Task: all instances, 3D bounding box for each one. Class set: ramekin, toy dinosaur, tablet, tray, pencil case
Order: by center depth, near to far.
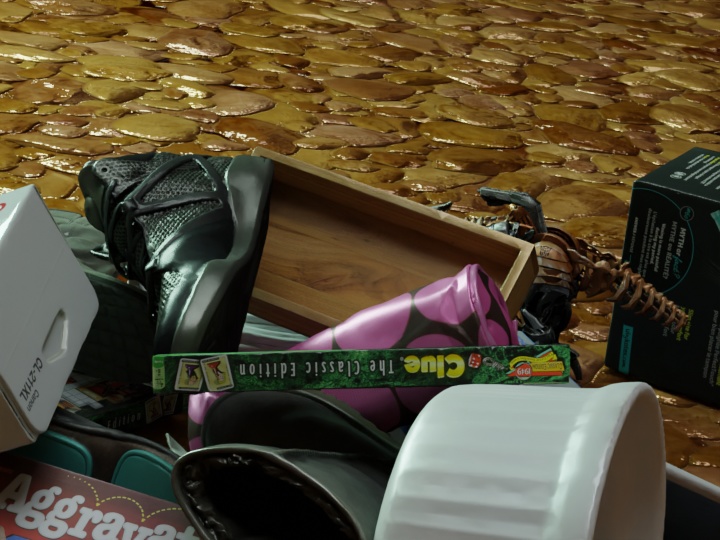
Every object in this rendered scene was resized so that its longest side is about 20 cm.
[{"bbox_3d":[0.072,0.146,0.796,0.097,0.202,0.200,5,19,19],"label":"ramekin"},{"bbox_3d":[0.157,0.124,0.938,0.199,0.014,0.130,25,-20,-14],"label":"tablet"},{"bbox_3d":[-0.001,0.067,1.002,0.199,0.091,0.094,-22,-29,20],"label":"pencil case"},{"bbox_3d":[0.000,0.000,1.095,0.199,0.037,0.099,20,67,23],"label":"tray"},{"bbox_3d":[0.120,0.016,1.222,0.199,0.137,0.102,22,25,35],"label":"toy dinosaur"}]

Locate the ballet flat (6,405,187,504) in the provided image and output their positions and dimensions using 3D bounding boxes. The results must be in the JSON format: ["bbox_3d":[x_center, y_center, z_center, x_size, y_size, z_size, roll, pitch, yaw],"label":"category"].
[{"bbox_3d":[-0.131,0.112,0.967,0.199,0.068,0.068,26,17,16],"label":"ballet flat"}]

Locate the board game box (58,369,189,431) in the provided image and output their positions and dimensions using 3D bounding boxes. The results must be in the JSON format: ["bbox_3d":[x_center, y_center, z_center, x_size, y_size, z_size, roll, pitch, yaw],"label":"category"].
[{"bbox_3d":[-0.212,0.083,1.082,0.104,0.024,0.199,21,25,37],"label":"board game box"}]

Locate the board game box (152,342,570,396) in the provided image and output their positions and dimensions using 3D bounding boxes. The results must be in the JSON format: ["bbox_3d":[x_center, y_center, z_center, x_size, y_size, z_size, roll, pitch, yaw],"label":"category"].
[{"bbox_3d":[0.000,0.049,0.880,0.198,0.024,0.105,-2,0,1],"label":"board game box"}]

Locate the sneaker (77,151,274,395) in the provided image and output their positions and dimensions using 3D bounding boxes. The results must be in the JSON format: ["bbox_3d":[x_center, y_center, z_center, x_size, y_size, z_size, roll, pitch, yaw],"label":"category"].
[{"bbox_3d":[-0.117,-0.004,1.021,0.113,0.077,0.200,7,39,1],"label":"sneaker"}]

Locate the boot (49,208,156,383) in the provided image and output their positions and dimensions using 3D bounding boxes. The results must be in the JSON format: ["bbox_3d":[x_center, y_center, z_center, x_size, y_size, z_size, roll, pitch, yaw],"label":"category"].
[{"bbox_3d":[-0.169,0.002,1.136,0.199,0.068,0.131,14,30,27],"label":"boot"}]

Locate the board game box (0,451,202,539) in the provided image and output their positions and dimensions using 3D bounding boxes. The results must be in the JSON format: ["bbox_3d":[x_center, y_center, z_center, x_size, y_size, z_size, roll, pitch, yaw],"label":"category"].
[{"bbox_3d":[-0.126,0.157,0.884,0.199,0.020,0.103,14,47,17],"label":"board game box"}]

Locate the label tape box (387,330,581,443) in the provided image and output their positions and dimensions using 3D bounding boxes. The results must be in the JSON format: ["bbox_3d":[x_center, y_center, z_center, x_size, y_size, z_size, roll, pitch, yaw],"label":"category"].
[{"bbox_3d":[0.098,0.095,1.110,0.198,0.064,0.144,-3,24,-23],"label":"label tape box"}]

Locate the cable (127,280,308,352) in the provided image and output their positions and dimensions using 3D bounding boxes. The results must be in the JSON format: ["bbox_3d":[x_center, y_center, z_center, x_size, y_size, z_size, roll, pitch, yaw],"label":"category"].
[{"bbox_3d":[-0.065,0.032,1.217,0.198,0.070,0.200,1,22,-16],"label":"cable"}]

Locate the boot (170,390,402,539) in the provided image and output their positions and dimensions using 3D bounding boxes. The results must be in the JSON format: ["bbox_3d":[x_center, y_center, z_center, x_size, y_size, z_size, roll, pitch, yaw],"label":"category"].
[{"bbox_3d":[-0.040,0.104,0.856,0.181,0.073,0.200,16,7,24],"label":"boot"}]

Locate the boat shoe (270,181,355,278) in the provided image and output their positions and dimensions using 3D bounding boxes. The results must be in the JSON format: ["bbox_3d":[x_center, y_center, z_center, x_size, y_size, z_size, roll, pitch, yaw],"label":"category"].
[{"bbox_3d":[-0.039,-0.012,1.160,0.199,0.072,0.076,15,38,22],"label":"boat shoe"}]

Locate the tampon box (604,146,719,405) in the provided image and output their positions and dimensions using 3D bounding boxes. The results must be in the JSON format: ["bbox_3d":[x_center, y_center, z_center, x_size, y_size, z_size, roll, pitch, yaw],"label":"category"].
[{"bbox_3d":[0.298,0.015,1.261,0.199,0.151,0.126,18,24,26],"label":"tampon box"}]

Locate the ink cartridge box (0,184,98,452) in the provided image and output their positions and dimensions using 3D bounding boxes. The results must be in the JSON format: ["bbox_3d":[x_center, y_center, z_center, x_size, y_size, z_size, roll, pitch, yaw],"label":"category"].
[{"bbox_3d":[-0.260,0.045,0.956,0.199,0.083,0.146,-17,27,16],"label":"ink cartridge box"}]
